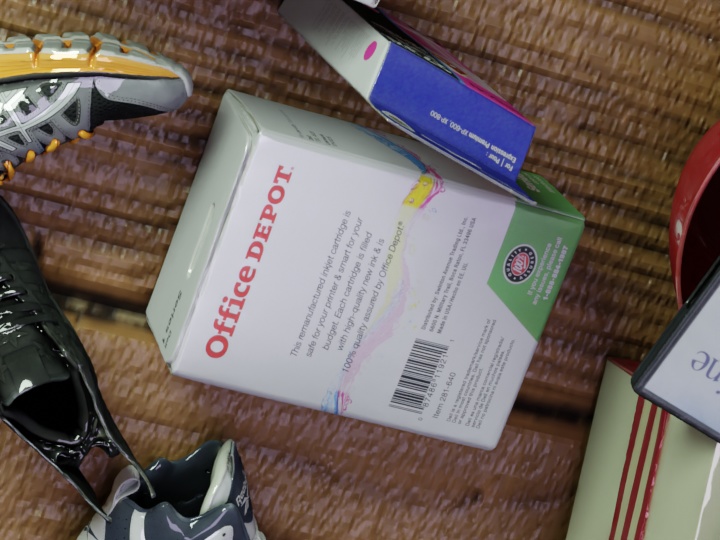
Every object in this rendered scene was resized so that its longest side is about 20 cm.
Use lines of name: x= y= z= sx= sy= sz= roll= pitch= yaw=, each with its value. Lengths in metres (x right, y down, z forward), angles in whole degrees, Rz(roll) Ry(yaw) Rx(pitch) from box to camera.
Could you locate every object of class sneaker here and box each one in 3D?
sneaker: x=-0.185 y=-0.080 z=1.337 sx=0.200 sy=0.078 sz=0.077 roll=-5 pitch=100 yaw=-3
sneaker: x=-0.180 y=0.036 z=1.373 sx=0.060 sy=0.104 sz=0.200 roll=-31 pitch=117 yaw=-1
sneaker: x=-0.064 y=0.161 z=1.471 sx=0.199 sy=0.080 sz=0.130 roll=16 pitch=115 yaw=-11

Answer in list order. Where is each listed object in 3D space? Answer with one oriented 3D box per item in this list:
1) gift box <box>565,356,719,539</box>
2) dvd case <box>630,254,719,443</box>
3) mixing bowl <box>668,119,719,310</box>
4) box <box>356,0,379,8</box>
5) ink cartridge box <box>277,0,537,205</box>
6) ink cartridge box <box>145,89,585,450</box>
gift box: x=0.206 y=0.163 z=1.502 sx=0.200 sy=0.185 sz=0.187 roll=8 pitch=100 yaw=-15
dvd case: x=0.253 y=0.019 z=1.348 sx=0.143 sy=0.018 sz=0.200 roll=30 pitch=111 yaw=-10
mixing bowl: x=0.252 y=-0.028 z=1.470 sx=0.200 sy=0.108 sz=0.201 roll=-6 pitch=113 yaw=-15
box: x=-0.091 y=-0.202 z=1.273 sx=0.200 sy=0.156 sz=0.041 roll=17 pitch=108 yaw=-22
ink cartridge box: x=0.027 y=-0.097 z=1.326 sx=0.095 sy=0.200 sz=0.037 roll=28 pitch=102 yaw=-25
ink cartridge box: x=0.000 y=0.000 z=1.421 sx=0.200 sy=0.084 sz=0.145 roll=15 pitch=107 yaw=-21
